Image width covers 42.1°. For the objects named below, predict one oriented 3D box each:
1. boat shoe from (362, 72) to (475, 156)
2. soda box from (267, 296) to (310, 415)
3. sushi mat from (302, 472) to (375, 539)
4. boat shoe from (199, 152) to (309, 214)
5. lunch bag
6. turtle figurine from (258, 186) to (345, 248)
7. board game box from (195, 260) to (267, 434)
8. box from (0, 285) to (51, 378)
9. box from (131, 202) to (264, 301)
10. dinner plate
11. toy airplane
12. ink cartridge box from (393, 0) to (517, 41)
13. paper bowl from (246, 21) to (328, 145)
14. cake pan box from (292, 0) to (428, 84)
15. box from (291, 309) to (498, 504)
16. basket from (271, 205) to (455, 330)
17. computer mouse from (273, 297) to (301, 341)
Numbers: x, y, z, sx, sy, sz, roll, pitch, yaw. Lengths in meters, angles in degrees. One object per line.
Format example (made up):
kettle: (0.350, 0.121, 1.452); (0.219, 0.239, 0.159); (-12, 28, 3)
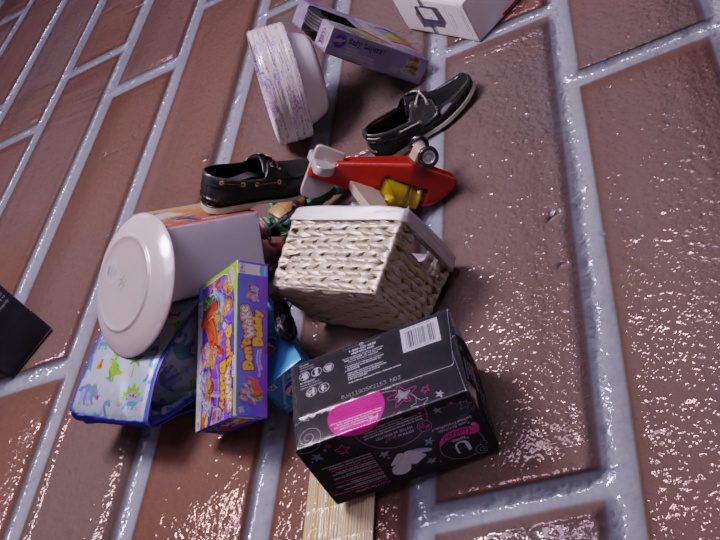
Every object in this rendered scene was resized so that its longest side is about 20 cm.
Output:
boat shoe: (0.094, -0.250, 1.469); (0.199, 0.068, 0.072); (-35, 36, 0)
soda box: (-0.123, 0.103, 1.278); (0.068, 0.064, 0.200); (-38, 37, 0)
sushi mat: (-0.024, 0.270, 1.069); (0.095, 0.012, 0.201); (-19, 41, 22)
boat shoe: (-0.140, -0.136, 1.366); (0.200, 0.063, 0.074); (-16, 36, -32)
lunch bag: (-0.300, 0.140, 1.332); (0.169, 0.128, 0.200); (-3, 40, 36)
turtle figurine: (-0.110, -0.107, 1.456); (0.200, 0.101, 0.149); (-37, 53, -26)
board game box: (-0.169, 0.103, 1.224); (0.134, 0.045, 0.201); (-30, 57, 54)
box: (-0.692, 0.071, 1.653); (0.196, 0.200, 0.118); (13, 60, 45)
box: (-0.244, -0.035, 1.397); (0.151, 0.107, 0.200); (-12, 14, -22)
dinner plate: (-0.318, 0.018, 1.283); (0.199, 0.024, 0.202); (-13, 72, 45)
toy airplane: (0.011, -0.113, 1.332); (0.198, 0.142, 0.200); (16, 28, 32)
ink cartridge box: (0.172, -0.491, 1.638); (0.145, 0.084, 0.200); (-47, 39, -12)
paper bowl: (-0.120, -0.326, 1.610); (0.104, 0.202, 0.201); (-18, 38, -6)
cake pan box: (-0.006, -0.395, 1.602); (0.053, 0.199, 0.184); (-67, 30, 20)
box: (0.036, 0.153, 1.049); (0.199, 0.115, 0.133); (-21, 39, 11)
basket: (0.000, 0.000, 1.223); (0.199, 0.135, 0.124); (4, 65, 40)
computer mouse: (-0.099, 0.048, 1.285); (0.034, 0.059, 0.200); (-33, 15, 16)
